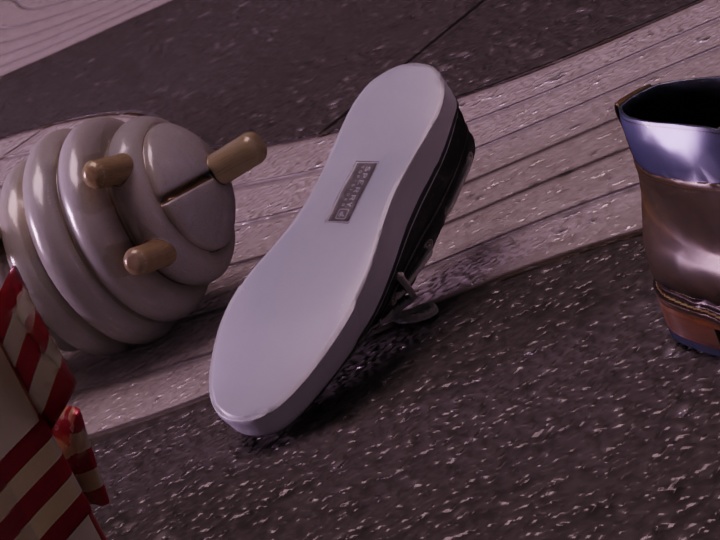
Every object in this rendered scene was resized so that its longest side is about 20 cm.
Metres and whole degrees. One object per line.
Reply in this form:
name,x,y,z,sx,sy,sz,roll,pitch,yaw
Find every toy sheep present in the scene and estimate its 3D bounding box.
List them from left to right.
toy sheep,-0.134,-0.021,1.027,0.198,0.139,0.138,-22,18,22

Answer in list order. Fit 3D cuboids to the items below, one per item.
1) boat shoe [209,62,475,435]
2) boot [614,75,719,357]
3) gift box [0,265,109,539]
boat shoe,-0.002,0.000,0.893,0.073,0.068,0.201,3,56,35
boot,0.161,-0.017,0.676,0.074,0.098,0.199,-34,19,-25
gift box,-0.197,0.102,0.673,0.183,0.202,0.187,-8,23,30
